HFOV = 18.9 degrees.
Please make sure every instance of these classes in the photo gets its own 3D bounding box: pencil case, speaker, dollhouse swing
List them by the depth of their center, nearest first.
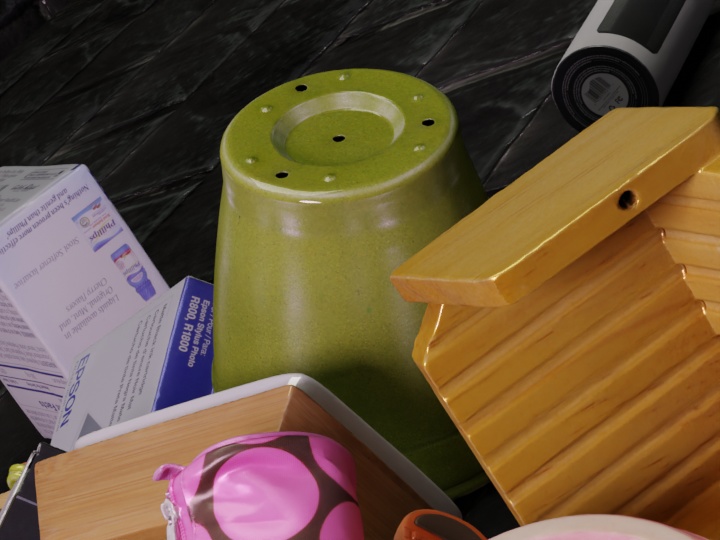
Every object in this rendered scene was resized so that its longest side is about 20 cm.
[{"bbox_3d":[0.154,0.055,0.912,0.182,0.200,0.176,-36,26,-7],"label":"dollhouse swing"},{"bbox_3d":[-0.042,0.175,0.961,0.091,0.094,0.200,126,145,-50],"label":"pencil case"},{"bbox_3d":[0.207,-0.176,1.601,0.081,0.081,0.200,-21,21,34],"label":"speaker"}]

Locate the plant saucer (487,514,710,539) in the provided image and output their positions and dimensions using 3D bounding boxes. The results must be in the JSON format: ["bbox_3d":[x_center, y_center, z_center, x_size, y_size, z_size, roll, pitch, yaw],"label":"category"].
[{"bbox_3d":[0.085,0.167,0.871,0.200,0.051,0.201,-14,33,9],"label":"plant saucer"}]

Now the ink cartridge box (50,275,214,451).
[{"bbox_3d":[-0.139,0.106,1.362,0.200,0.041,0.200,-33,36,43],"label":"ink cartridge box"}]

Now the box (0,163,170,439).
[{"bbox_3d":[-0.221,0.028,1.614,0.105,0.200,0.184,-39,19,-21],"label":"box"}]

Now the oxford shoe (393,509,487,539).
[{"bbox_3d":[0.035,0.198,0.989,0.200,0.071,0.073,-88,23,-60],"label":"oxford shoe"}]

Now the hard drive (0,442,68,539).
[{"bbox_3d":[-0.211,0.211,1.210,0.140,0.038,0.200,113,177,-57],"label":"hard drive"}]

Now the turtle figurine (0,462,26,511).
[{"bbox_3d":[-0.257,0.187,1.490,0.200,0.064,0.161,-12,35,31],"label":"turtle figurine"}]

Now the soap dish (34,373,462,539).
[{"bbox_3d":[-0.060,0.141,1.142,0.200,0.157,0.081,-19,39,39],"label":"soap dish"}]

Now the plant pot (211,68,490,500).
[{"bbox_3d":[0.000,0.000,1.204,0.200,0.193,0.200,-6,37,4],"label":"plant pot"}]
